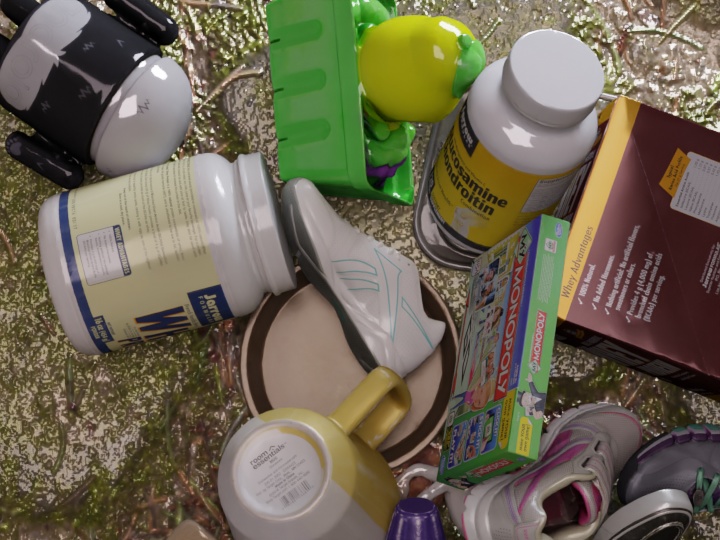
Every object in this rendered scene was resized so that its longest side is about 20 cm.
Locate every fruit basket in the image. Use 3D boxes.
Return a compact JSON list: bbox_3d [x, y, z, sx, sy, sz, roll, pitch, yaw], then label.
[{"bbox_3d":[0.025,-0.165,1.594,0.214,0.155,0.218,-2,83,20],"label":"fruit basket"}]

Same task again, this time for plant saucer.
[{"bbox_3d":[-0.008,0.083,1.630,0.198,0.029,0.202,0,81,2],"label":"plant saucer"}]

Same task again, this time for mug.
[{"bbox_3d":[-0.047,0.166,1.518,0.148,0.153,0.188,6,71,13],"label":"mug"}]

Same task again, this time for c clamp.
[{"bbox_3d":[0.138,-0.088,1.648,0.169,0.027,0.202,18,83,5],"label":"c clamp"}]

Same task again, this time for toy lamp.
[{"bbox_3d":[0.046,0.289,1.543,0.058,0.058,0.202,-1,109,2],"label":"toy lamp"}]

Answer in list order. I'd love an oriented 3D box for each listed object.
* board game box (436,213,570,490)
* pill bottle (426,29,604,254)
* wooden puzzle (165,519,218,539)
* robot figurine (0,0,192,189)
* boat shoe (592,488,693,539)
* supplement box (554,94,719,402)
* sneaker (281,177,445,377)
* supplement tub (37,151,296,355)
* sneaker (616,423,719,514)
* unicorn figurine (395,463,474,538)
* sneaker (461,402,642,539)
[{"bbox_3d":[0.117,0.068,1.499,0.029,0.135,0.202,17,68,-17],"label":"board game box"},{"bbox_3d":[0.132,-0.107,1.530,0.111,0.200,0.113,7,57,-12],"label":"pill bottle"},{"bbox_3d":[-0.122,0.333,1.537,0.200,0.037,0.185,39,99,-5],"label":"wooden puzzle"},{"bbox_3d":[-0.243,-0.167,1.629,0.199,0.125,0.151,33,126,7],"label":"robot figurine"},{"bbox_3d":[0.215,0.263,1.527,0.200,0.070,0.064,-54,38,31],"label":"boat shoe"},{"bbox_3d":[0.266,-0.014,1.568,0.198,0.133,0.199,21,83,-1],"label":"supplement box"},{"bbox_3d":[0.000,0.000,1.587,0.080,0.070,0.201,-34,102,-14],"label":"sneaker"},{"bbox_3d":[-0.166,-0.018,1.589,0.198,0.145,0.146,-15,82,2],"label":"supplement tub"},{"bbox_3d":[0.316,0.175,1.537,0.198,0.088,0.075,-10,119,-22],"label":"sneaker"},{"bbox_3d":[0.090,0.201,1.595,0.136,0.074,0.202,-20,98,-1],"label":"unicorn figurine"},{"bbox_3d":[0.181,0.184,1.547,0.200,0.088,0.082,-36,117,-32],"label":"sneaker"}]
